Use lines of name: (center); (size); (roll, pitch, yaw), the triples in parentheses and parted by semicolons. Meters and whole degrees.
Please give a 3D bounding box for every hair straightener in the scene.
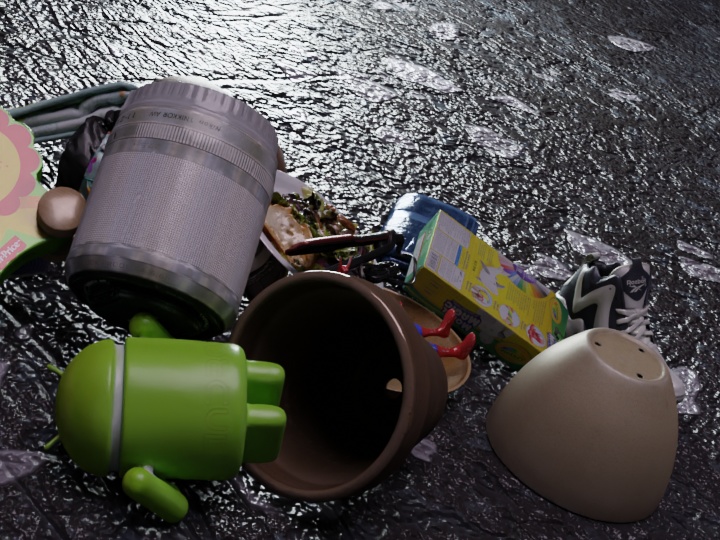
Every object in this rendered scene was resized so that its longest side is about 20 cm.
hair straightener: (0.000, 0.000, 1.578); (0.199, 0.041, 0.078); (-8, 76, -57)

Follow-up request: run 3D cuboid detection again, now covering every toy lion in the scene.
toy lion: (-0.361, -0.057, 1.381); (0.191, 0.069, 0.200); (39, 58, 5)

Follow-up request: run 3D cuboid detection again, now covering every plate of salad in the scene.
plate of salad: (-0.045, -0.043, 1.618); (0.199, 0.048, 0.201); (35, 25, -19)

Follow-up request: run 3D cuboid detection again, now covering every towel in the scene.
towel: (0.079, -0.035, 1.829); (0.111, 0.049, 0.200); (23, 27, 1)
towel: (-0.310, -0.167, 1.624); (0.198, 0.049, 0.171); (-10, 9, 4)

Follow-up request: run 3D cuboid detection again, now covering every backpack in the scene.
backpack: (-0.205, -0.051, 1.528); (0.199, 0.167, 0.127); (29, 69, 8)

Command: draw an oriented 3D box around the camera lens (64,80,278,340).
camera lens: (-0.167, -0.048, 1.369); (0.159, 0.160, 0.201); (19, 69, -9)

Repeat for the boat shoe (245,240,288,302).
boat shoe: (-0.105, -0.026, 1.654); (0.200, 0.071, 0.060); (-86, 151, -65)

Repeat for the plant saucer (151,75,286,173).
plant saucer: (-0.154, -0.160, 1.743); (0.200, 0.037, 0.201); (37, -15, 11)

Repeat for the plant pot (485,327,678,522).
plant pot: (0.246, 0.140, 1.552); (0.199, 0.135, 0.201); (19, 27, -10)

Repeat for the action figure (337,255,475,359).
action figure: (0.031, 0.043, 1.525); (0.199, 0.100, 0.065); (-2, 35, -35)

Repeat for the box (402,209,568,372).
box: (0.146, 0.031, 1.703); (0.199, 0.048, 0.118); (34, 37, -10)

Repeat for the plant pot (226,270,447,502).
plant pot: (-0.003, 0.109, 1.387); (0.200, 0.201, 0.174); (38, 12, 26)

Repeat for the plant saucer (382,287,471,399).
plant saucer: (0.018, 0.080, 1.587); (0.199, 0.036, 0.201); (18, 27, -9)

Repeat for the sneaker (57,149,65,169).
sneaker: (-0.227, -0.106, 1.684); (0.199, 0.076, 0.114); (20, 30, 0)

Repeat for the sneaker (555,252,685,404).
sneaker: (0.314, 0.056, 1.759); (0.079, 0.130, 0.199); (-5, 38, -41)

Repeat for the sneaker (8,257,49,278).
sneaker: (-0.397, -0.061, 1.468); (0.198, 0.081, 0.115); (6, 34, -28)

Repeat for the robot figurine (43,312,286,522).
robot figurine: (-0.164, 0.116, 1.272); (0.198, 0.116, 0.177); (2, 55, -10)
